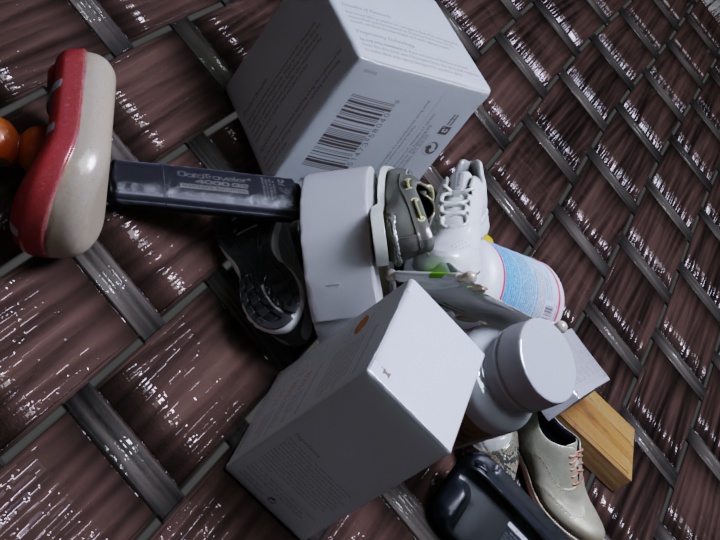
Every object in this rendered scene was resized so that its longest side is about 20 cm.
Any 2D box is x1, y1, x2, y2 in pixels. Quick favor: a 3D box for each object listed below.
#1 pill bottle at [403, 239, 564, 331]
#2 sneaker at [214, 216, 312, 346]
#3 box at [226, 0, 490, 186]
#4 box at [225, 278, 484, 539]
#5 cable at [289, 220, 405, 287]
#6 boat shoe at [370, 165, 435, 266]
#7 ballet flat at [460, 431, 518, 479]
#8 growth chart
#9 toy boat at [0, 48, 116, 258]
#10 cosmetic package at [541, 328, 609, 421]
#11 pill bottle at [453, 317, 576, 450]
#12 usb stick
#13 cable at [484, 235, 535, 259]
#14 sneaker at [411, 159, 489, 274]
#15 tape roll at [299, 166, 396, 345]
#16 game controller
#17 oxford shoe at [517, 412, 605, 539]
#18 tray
[{"bbox_3d":[0.143,0.021,1.469,0.200,0.109,0.109,18,47,-47],"label":"pill bottle"},{"bbox_3d":[-0.097,-0.006,1.304,0.079,0.074,0.201,58,12,-54],"label":"sneaker"},{"bbox_3d":[-0.007,-0.205,1.425,0.200,0.199,0.172,7,44,-40],"label":"box"},{"bbox_3d":[-0.003,0.130,1.165,0.106,0.200,0.152,46,35,-12],"label":"box"},{"bbox_3d":[0.000,0.000,1.453,0.199,0.050,0.097,11,68,-31],"label":"cable"},{"bbox_3d":[0.047,-0.059,1.278,0.202,0.060,0.072,-79,161,-68],"label":"boat shoe"},{"bbox_3d":[0.147,0.158,1.438,0.200,0.068,0.075,-83,171,-48],"label":"ballet flat"},{"bbox_3d":[0.117,0.034,1.305,0.200,0.144,0.018,25,75,-44],"label":"growth chart"},{"bbox_3d":[-0.289,-0.106,1.122,0.130,0.131,0.200,5,50,-12],"label":"toy boat"},{"bbox_3d":[0.238,0.122,1.497,0.083,0.051,0.200,53,17,12],"label":"cosmetic package"},{"bbox_3d":[0.119,0.120,1.309,0.114,0.200,0.115,22,57,-38],"label":"pill bottle"},{"bbox_3d":[-0.155,-0.078,1.252,0.199,0.033,0.056,4,46,-20],"label":"usb stick"},{"bbox_3d":[0.193,0.003,1.646,0.200,0.050,0.097,16,54,-43],"label":"cable"},{"bbox_3d":[0.097,-0.055,1.330,0.200,0.074,0.087,-71,163,-63],"label":"sneaker"},{"bbox_3d":[-0.009,-0.005,1.303,0.202,0.071,0.203,-7,90,-83],"label":"tape roll"},{"bbox_3d":[0.160,0.290,1.354,0.200,0.042,0.104,47,67,-10],"label":"game controller"},{"bbox_3d":[0.234,0.236,1.477,0.200,0.074,0.071,56,33,3],"label":"oxford shoe"},{"bbox_3d":[0.274,0.181,1.613,0.200,0.037,0.099,42,35,-16],"label":"tray"}]
